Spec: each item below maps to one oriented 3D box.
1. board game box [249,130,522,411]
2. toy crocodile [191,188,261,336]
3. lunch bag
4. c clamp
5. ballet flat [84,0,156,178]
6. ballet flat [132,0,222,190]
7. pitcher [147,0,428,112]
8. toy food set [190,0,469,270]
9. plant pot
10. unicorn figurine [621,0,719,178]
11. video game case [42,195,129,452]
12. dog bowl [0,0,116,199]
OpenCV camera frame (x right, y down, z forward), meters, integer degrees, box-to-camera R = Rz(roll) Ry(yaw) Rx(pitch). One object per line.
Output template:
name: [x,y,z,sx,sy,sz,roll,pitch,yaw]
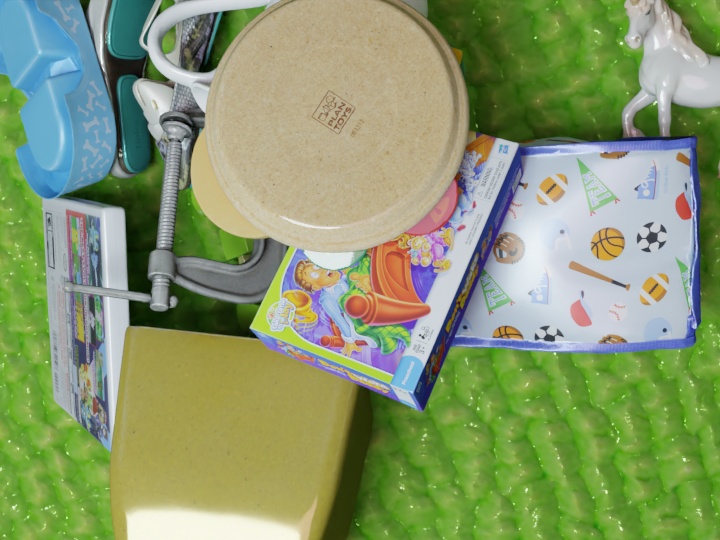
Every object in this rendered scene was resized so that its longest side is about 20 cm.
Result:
board game box: [0.023,-0.016,0.659,0.133,0.045,0.202,18,72,22]
toy crocodile: [-0.102,-0.035,0.802,0.067,0.061,0.203,-9,93,43]
lunch bag: [0.175,-0.023,0.730,0.197,0.124,0.173,0,100,26]
c clamp: [-0.131,-0.054,0.715,0.169,0.027,0.203,17,61,-22]
ballet flat: [-0.224,-0.185,0.793,0.068,0.069,0.204,4,100,5]
ballet flat: [-0.163,-0.175,0.778,0.071,0.072,0.204,11,95,4]
pitcher: [-0.057,-0.190,0.724,0.172,0.121,0.200,45,79,-1]
toy food set: [-0.016,-0.104,0.635,0.195,0.049,0.203,17,83,8]
plant pot: [-0.097,0.182,0.725,0.191,0.196,0.203,5,64,5]
unicorn figurine: [0.275,-0.154,0.742,0.197,0.074,0.140,9,100,-12]
video game case: [-0.242,0.039,0.783,0.023,0.181,0.204,-6,100,-33]
dog bowl: [-0.268,-0.164,0.772,0.111,0.049,0.203,-25,82,46]
